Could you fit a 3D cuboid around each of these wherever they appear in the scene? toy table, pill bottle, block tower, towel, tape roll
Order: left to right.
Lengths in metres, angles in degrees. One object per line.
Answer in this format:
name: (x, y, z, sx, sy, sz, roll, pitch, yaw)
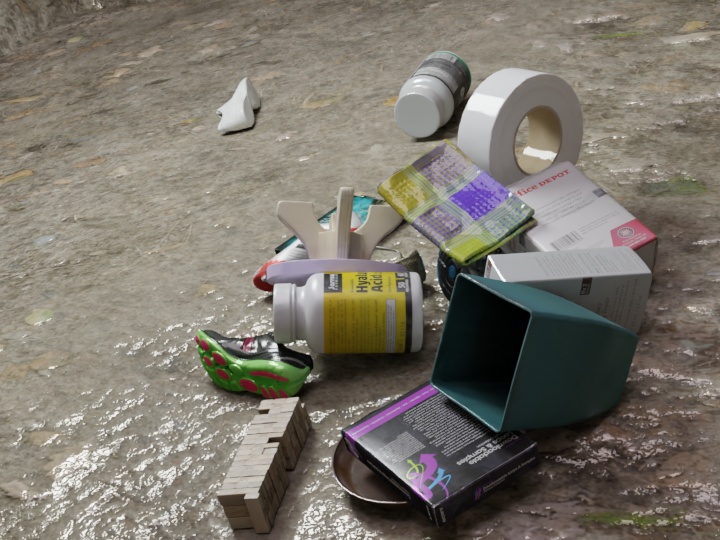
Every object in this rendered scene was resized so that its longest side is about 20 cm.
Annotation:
block tower: (-0.115, 0.231, 1.382, 0.058, 0.054, 0.200, -8, 28, 17)
toy table: (-0.032, -0.039, 1.625, 0.200, 0.117, 0.184, 5, -14, -17)
pill bottle: (-0.017, 0.058, 1.543, 0.200, 0.111, 0.111, -1, 28, -2)
pill bottle: (0.142, -0.348, 2.247, 0.113, 0.113, 0.200, -2, 31, 25)
towel: (0.131, -0.097, 1.577, 0.144, 0.023, 0.200, -31, 54, -18)
tape roll: (0.240, -0.196, 1.683, 0.202, 0.203, 0.071, -32, 33, -29)

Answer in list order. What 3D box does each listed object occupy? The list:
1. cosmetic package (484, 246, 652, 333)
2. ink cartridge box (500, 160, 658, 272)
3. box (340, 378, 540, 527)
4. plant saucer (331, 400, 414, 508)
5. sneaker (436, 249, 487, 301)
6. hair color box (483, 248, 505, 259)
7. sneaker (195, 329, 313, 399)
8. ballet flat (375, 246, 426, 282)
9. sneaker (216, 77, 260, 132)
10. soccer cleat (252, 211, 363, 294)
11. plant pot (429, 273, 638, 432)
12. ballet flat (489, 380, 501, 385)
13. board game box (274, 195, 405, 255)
cosmetic package: (0.258, 0.032, 1.439, 0.200, 0.102, 0.074, -6, 33, -15)
ink cartridge box: (0.293, -0.048, 1.587, 0.146, 0.083, 0.200, -26, 48, -17)
box: (0.087, 0.200, 1.287, 0.143, 0.036, 0.200, -27, 28, -20)
plant saucer: (0.065, 0.217, 1.337, 0.200, 0.032, 0.200, -12, 29, 7)
sneaker: (0.178, 0.020, 1.618, 0.082, 0.073, 0.200, -10, 29, -26)
hair color box: (0.236, -0.067, 1.736, 0.200, 0.064, 0.111, -32, 33, -25)
sneaker: (-0.150, 0.126, 1.586, 0.200, 0.077, 0.084, 17, 34, 32)
ballet flat: (0.000, 0.000, 1.720, 0.200, 0.075, 0.068, -9, 4, 15)
sneaker: (-0.284, -0.373, 2.573, 0.088, 0.075, 0.200, -21, 27, 16)
soccer cleat: (-0.081, -0.029, 1.789, 0.200, 0.069, 0.085, -27, 43, 14)
plant pot: (0.214, 0.096, 1.319, 0.200, 0.142, 0.141, 5, 15, -33)
ballet flat: (0.148, 0.110, 1.452, 0.074, 0.074, 0.200, -12, 28, 7)
board game box: (-0.028, -0.063, 1.904, 0.135, 0.028, 0.200, 13, 39, 43)
